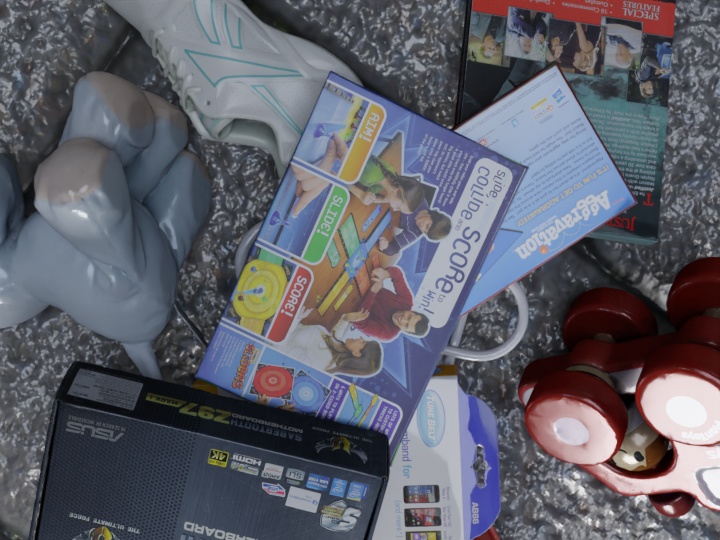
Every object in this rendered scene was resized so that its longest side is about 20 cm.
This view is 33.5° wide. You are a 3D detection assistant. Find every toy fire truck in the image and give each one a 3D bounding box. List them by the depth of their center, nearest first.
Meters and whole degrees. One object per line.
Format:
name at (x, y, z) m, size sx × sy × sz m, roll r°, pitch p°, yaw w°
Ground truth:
toy fire truck at (0.211, 0.099, 0.794) m, size 0.198 × 0.112 × 0.169 m, roll -18°, pitch 116°, yaw 39°

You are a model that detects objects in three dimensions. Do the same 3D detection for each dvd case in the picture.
dvd case at (0.135, -0.126, 0.795) m, size 0.144 × 0.022 × 0.203 m, roll 7°, pitch 81°, yaw -6°

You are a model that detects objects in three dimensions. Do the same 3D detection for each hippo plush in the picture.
hippo plush at (-0.191, -0.025, 0.764) m, size 0.158 × 0.160 × 0.202 m, roll -3°, pitch 122°, yaw 18°

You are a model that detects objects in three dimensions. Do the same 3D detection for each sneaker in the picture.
sneaker at (-0.095, -0.134, 0.761) m, size 0.199 × 0.070 × 0.081 m, roll 32°, pitch 76°, yaw -1°

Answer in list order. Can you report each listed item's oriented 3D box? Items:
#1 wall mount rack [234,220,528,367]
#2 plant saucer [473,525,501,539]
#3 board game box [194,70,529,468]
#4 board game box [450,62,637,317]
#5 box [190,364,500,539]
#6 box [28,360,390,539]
wall mount rack at (0.020, -0.021, 0.804) m, size 0.197 × 0.075 × 0.176 m, roll 14°, pitch 100°, yaw -7°
plant saucer at (0.008, 0.229, 0.853) m, size 0.198 × 0.037 × 0.201 m, roll -30°, pitch 99°, yaw -1°
board game box at (0.000, 0.000, 0.730) m, size 0.134 × 0.034 × 0.202 m, roll 25°, pitch 95°, yaw -4°
board game box at (0.065, -0.033, 0.756) m, size 0.199 × 0.019 × 0.104 m, roll -32°, pitch 95°, yaw 2°
box at (-0.008, 0.126, 0.786) m, size 0.197 × 0.041 × 0.121 m, roll -2°, pitch 97°, yaw 3°
box at (-0.095, 0.154, 0.722) m, size 0.197 × 0.051 × 0.160 m, roll 15°, pitch 115°, yaw -4°
